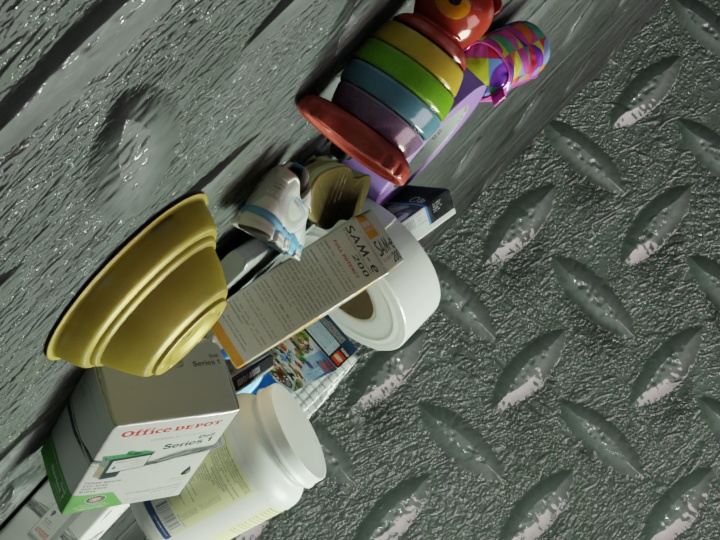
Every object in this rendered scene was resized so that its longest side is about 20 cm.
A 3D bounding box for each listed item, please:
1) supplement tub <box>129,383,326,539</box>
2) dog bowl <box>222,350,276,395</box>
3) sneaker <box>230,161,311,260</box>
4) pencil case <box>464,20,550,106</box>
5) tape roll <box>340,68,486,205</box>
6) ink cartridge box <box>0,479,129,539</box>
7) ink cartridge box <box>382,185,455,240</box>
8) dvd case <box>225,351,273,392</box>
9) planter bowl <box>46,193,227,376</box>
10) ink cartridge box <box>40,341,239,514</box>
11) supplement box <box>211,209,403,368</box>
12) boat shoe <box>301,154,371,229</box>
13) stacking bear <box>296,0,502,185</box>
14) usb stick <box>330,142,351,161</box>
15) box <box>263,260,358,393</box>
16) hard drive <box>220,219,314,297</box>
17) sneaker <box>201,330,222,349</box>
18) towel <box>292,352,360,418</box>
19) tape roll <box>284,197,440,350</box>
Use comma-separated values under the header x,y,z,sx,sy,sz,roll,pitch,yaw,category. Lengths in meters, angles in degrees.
x,y,z,sx,sy,sz,roll,pitch,yaw,category
-0.154,0.229,1.772,0.199,0.146,0.145,-29,178,10,supplement tub
-0.192,0.158,2.033,0.200,0.111,0.050,-48,-152,5,dog bowl
-0.076,-0.064,1.557,0.087,0.075,0.200,-63,-179,-3,sneaker
0.183,-0.269,2.004,0.088,0.088,0.200,-50,175,29,pencil case
0.062,-0.170,1.873,0.200,0.066,0.200,-46,175,-5,tape roll
-0.346,0.289,1.883,0.200,0.083,0.147,-47,174,0,ink cartridge box
0.017,-0.073,1.965,0.199,0.039,0.099,6,-146,47,ink cartridge box
-0.201,0.137,1.817,0.149,0.025,0.200,-11,-175,16,dvd case
-0.178,0.033,1.373,0.201,0.083,0.200,-47,175,-5,planter bowl
-0.231,0.164,1.608,0.145,0.085,0.200,-6,150,-31,ink cartridge box
-0.059,0.018,1.691,0.199,0.074,0.126,-33,-179,12,supplement box
-0.043,-0.091,1.685,0.201,0.063,0.074,-19,130,-74,boat shoe
0.050,-0.192,1.441,0.201,0.121,0.114,-54,173,-1,stacking bear
0.038,-0.189,1.718,0.200,0.033,0.056,-43,173,-34,usb stick
-0.091,0.073,1.864,0.038,0.137,0.200,-43,-177,-23,box
-0.124,-0.008,1.713,0.132,0.027,0.200,-42,179,31,hard drive
-0.179,0.073,1.739,0.089,0.075,0.200,-49,-175,2,sneaker
-0.122,0.137,2.115,0.200,0.166,0.086,-47,180,3,towel
0.000,0.000,1.889,0.071,0.202,0.203,-43,173,-26,tape roll
